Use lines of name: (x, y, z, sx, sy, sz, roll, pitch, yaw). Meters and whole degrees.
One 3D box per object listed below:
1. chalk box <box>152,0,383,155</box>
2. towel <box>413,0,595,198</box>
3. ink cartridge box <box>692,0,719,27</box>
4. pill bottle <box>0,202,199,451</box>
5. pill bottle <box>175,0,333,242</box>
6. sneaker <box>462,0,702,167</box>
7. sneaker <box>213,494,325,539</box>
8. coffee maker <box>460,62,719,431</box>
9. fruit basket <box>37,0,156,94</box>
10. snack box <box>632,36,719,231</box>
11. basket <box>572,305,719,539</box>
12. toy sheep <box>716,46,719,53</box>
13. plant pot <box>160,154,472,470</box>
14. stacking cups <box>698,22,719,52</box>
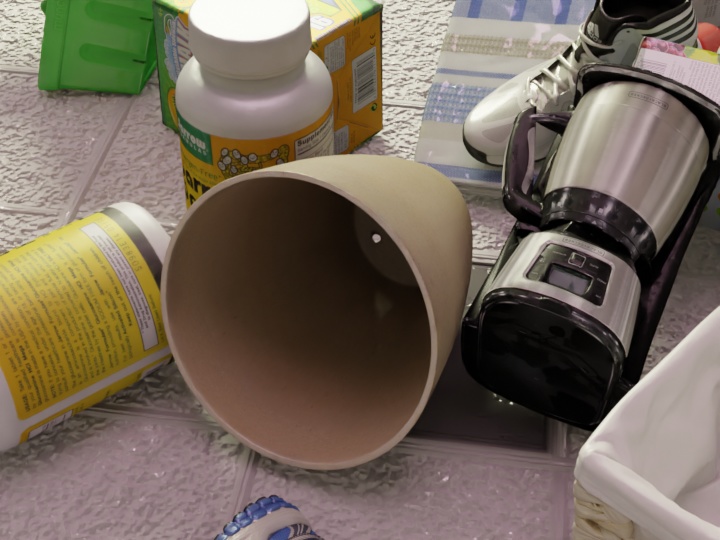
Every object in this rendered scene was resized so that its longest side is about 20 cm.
chalk box: (-0.093, -0.178, 1.090, 0.198, 0.126, 0.124, 27, 46, 30)
towel: (0.128, -0.148, 1.061, 0.145, 0.024, 0.203, 7, 67, 20)
ink cartridge box: (0.253, -0.289, 1.255, 0.197, 0.084, 0.146, -13, 41, -15)
pill bottle: (-0.211, 0.043, 0.833, 0.198, 0.114, 0.112, -28, 47, -30)
pill bottle: (-0.074, -0.095, 0.929, 0.111, 0.202, 0.114, 0, 39, 0)
sneaker: (0.159, -0.160, 0.976, 0.198, 0.116, 0.076, -26, 60, 4)
sneaker: (-0.073, 0.201, 0.678, 0.084, 0.078, 0.200, 28, 47, 23)
coffee maker: (0.162, 0.000, 0.866, 0.133, 0.193, 0.202, 9, 58, 36)
fruit basket: (-0.257, -0.278, 1.144, 0.212, 0.218, 0.157, 7, 40, 9)
snack box: (0.291, -0.080, 0.937, 0.197, 0.169, 0.069, 16, 75, 20)
basket: (0.221, 0.122, 0.735, 0.135, 0.125, 0.199, 30, 49, 31)
toy sheep: (0.344, -0.146, 1.018, 0.137, 0.200, 0.139, 26, 44, -28)
plant pot: (0.000, 0.000, 0.856, 0.185, 0.190, 0.200, 17, 26, 19)
stacking cups: (0.244, -0.170, 1.136, 0.060, 0.061, 0.199, 32, 47, 32)
